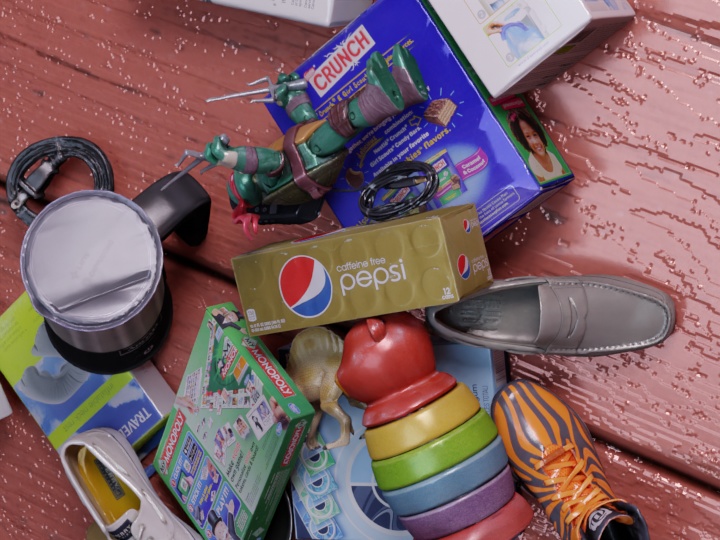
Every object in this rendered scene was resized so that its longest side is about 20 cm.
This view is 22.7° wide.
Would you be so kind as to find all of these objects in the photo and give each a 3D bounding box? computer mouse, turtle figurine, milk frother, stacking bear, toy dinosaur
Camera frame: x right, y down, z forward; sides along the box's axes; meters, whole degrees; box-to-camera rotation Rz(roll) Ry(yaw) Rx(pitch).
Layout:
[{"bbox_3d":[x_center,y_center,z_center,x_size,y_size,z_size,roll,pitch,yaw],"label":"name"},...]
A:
[{"bbox_3d":[-0.021,-0.062,1.423,0.199,0.034,0.059,2,74,34],"label":"computer mouse"},{"bbox_3d":[-0.049,-0.103,1.379,0.199,0.150,0.101,-26,111,22],"label":"turtle figurine"},{"bbox_3d":[-0.242,-0.032,1.532,0.199,0.188,0.181,29,75,4],"label":"milk frother"},{"bbox_3d":[0.047,0.127,1.417,0.113,0.121,0.201,-25,94,13],"label":"stacking bear"},{"bbox_3d":[-0.018,0.093,1.484,0.199,0.058,0.102,-15,88,26],"label":"toy dinosaur"}]

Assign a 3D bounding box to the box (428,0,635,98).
[{"bbox_3d":[0.105,-0.247,1.387,0.101,0.112,0.201,-37,82,27],"label":"box"}]

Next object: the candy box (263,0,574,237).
[{"bbox_3d":[0.045,-0.108,1.449,0.169,0.077,0.201,-36,84,29],"label":"candy box"}]

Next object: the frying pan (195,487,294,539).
[{"bbox_3d":[-0.106,0.184,1.601,0.114,0.031,0.191,-16,76,36],"label":"frying pan"}]

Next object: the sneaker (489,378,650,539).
[{"bbox_3d":[0.177,0.173,1.416,0.077,0.112,0.201,-33,91,-7],"label":"sneaker"}]

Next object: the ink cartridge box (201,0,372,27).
[{"bbox_3d":[-0.086,-0.292,1.485,0.199,0.084,0.145,15,105,22],"label":"ink cartridge box"}]

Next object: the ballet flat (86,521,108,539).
[{"bbox_3d":[-0.179,0.282,1.632,0.199,0.063,0.069,19,116,21],"label":"ballet flat"}]

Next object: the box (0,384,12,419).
[{"bbox_3d":[-0.429,0.073,1.678,0.124,0.097,0.201,-27,86,49],"label":"box"}]

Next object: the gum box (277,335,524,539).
[{"bbox_3d":[0.033,0.143,1.523,0.199,0.044,0.171,-2,97,26],"label":"gum box"}]

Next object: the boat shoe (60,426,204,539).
[{"bbox_3d":[-0.196,0.226,1.572,0.071,0.070,0.201,-37,80,17],"label":"boat shoe"}]

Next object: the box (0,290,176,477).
[{"bbox_3d":[-0.250,0.104,1.649,0.122,0.048,0.200,-42,80,25],"label":"box"}]

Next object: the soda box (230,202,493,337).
[{"bbox_3d":[0.000,0.000,1.409,0.199,0.064,0.068,-11,96,31],"label":"soda box"}]

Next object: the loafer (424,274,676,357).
[{"bbox_3d":[0.150,0.038,1.419,0.198,0.070,0.070,-1,98,7],"label":"loafer"}]

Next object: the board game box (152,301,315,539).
[{"bbox_3d":[-0.112,0.145,1.537,0.135,0.029,0.201,51,136,30],"label":"board game box"}]
